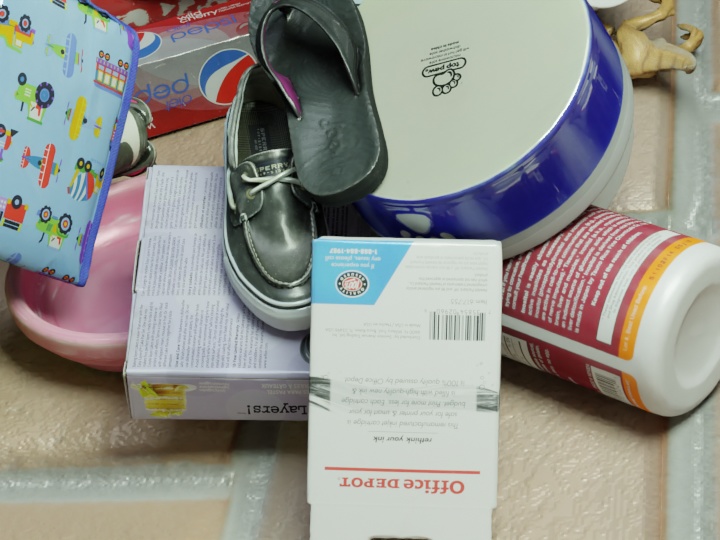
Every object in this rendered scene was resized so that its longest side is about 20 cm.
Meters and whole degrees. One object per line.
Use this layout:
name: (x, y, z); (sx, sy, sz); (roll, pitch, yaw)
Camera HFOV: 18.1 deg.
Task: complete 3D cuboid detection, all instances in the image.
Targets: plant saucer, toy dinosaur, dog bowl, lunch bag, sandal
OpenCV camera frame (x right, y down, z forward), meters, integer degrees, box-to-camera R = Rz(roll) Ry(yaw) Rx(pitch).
plant saucer: (-0.148, 0.006, 1.587); (0.199, 0.051, 0.201); (-9, 35, 7)
toy dinosaur: (0.221, -0.166, 1.734); (0.106, 0.061, 0.199); (-42, 28, -26)
dog bowl: (0.070, -0.107, 1.450); (0.199, 0.079, 0.201); (-15, 53, 21)
lunch bag: (-0.226, -0.110, 1.517); (0.094, 0.150, 0.201); (22, 89, 39)
sandal: (-0.029, -0.130, 1.437); (0.075, 0.048, 0.201); (-28, 50, 10)

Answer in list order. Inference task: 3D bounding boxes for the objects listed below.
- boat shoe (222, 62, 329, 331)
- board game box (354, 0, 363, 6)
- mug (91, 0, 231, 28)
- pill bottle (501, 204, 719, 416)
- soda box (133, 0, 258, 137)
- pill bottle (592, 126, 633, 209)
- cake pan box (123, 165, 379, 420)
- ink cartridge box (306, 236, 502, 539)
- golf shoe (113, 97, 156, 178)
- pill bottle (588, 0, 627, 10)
boat shoe: (-0.060, -0.052, 1.457); (0.072, 0.071, 0.201); (-10, 49, -8)
board game box: (0.053, -0.175, 1.743); (0.199, 0.103, 0.105); (19, 45, 34)
mug: (-0.132, -0.268, 1.869); (0.199, 0.178, 0.134); (-14, 73, 1)
pill bottle: (0.137, 0.012, 1.461); (0.199, 0.113, 0.113); (21, 46, 34)
soda box: (-0.145, -0.158, 1.795); (0.199, 0.070, 0.063); (-17, 36, -10)
pill bottle: (0.084, -0.105, 1.576); (0.199, 0.115, 0.114); (24, 47, 28)
cake pan box: (-0.057, 0.009, 1.483); (0.183, 0.052, 0.201); (1, 47, 0)
ink cartridge box: (0.027, 0.081, 1.366); (0.115, 0.201, 0.068); (2, 2, 3)
golf shoe: (-0.249, -0.082, 1.663); (0.199, 0.078, 0.088); (-19, -1, 23)
pill bottle: (0.152, -0.260, 1.787); (0.108, 0.109, 0.200); (-21, 20, -15)
